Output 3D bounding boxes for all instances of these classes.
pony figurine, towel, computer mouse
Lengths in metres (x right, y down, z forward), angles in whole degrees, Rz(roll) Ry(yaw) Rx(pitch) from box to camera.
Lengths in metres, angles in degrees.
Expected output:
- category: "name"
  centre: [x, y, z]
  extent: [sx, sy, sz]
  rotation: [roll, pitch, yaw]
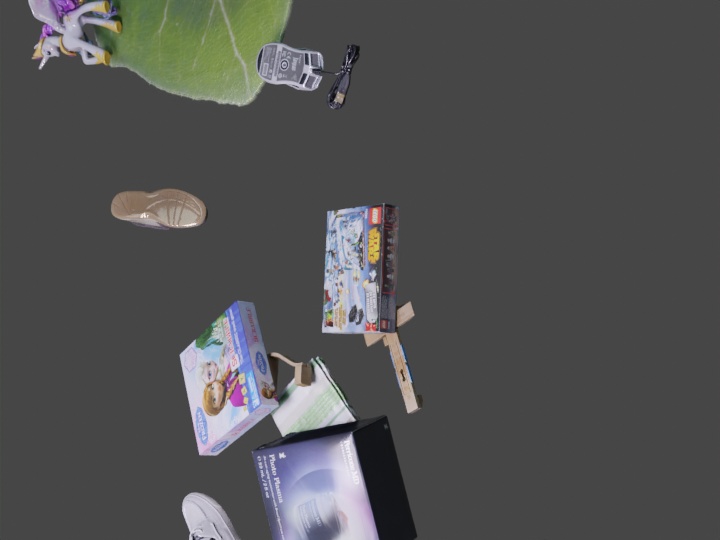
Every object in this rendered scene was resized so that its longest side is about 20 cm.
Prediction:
- category: "pony figurine"
  centre: [-0.591, -0.509, 1.949]
  extent: [0.197, 0.166, 0.196]
  rotation: [6, 100, 19]
- category: "towel"
  centre: [-0.061, 0.265, 1.593]
  extent: [0.149, 0.031, 0.201]
  rotation: [-47, 65, 26]
- category: "computer mouse"
  centre: [-0.092, -0.347, 1.638]
  extent: [0.198, 0.044, 0.111]
  rotation: [19, 103, 29]

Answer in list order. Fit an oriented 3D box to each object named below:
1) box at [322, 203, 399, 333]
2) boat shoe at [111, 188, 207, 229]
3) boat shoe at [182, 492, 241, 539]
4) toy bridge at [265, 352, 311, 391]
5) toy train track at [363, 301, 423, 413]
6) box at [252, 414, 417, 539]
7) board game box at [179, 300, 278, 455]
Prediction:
- category: "box"
  centre: [0.000, 0.000, 1.531]
  extent: [0.136, 0.040, 0.203]
  rotation: [-3, 82, 47]
- category: "boat shoe"
  centre: [-0.374, -0.113, 1.811]
  extent: [0.197, 0.065, 0.073]
  rotation: [3, 80, 17]
- category: "boat shoe"
  centre: [-0.267, 0.480, 1.699]
  extent: [0.072, 0.068, 0.201]
  rotation: [-50, 62, 22]
- category: "toy bridge"
  centre: [-0.156, 0.178, 1.642]
  extent: [0.199, 0.027, 0.068]
  rotation: [-18, 63, 44]
- category: "toy train track"
  centre: [0.065, 0.124, 1.496]
  extent: [0.114, 0.032, 0.202]
  rotation: [-36, 59, 39]
- category: "box"
  centre: [-0.041, 0.349, 1.492]
  extent: [0.196, 0.123, 0.203]
  rotation: [-16, 87, 29]
- category: "board game box"
  centre: [-0.234, 0.190, 1.671]
  extent: [0.199, 0.041, 0.202]
  rotation: [-41, 54, 36]
